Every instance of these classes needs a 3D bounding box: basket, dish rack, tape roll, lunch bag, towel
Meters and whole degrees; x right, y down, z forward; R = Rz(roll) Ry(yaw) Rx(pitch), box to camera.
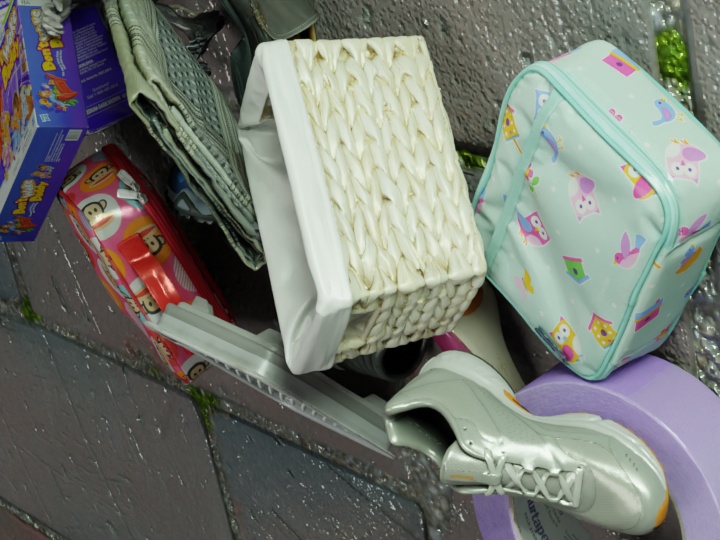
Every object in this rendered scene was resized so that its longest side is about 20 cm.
[{"bbox_3d":[-0.002,-0.048,1.269,0.136,0.122,0.202,115,144,-65],"label":"basket"},{"bbox_3d":[-0.066,0.083,1.517,0.171,0.044,0.200,20,169,45],"label":"dish rack"},{"bbox_3d":[0.174,0.157,1.250,0.199,0.065,0.202,17,118,34],"label":"tape roll"},{"bbox_3d":[-0.184,-0.003,1.604,0.201,0.082,0.176,61,172,-25],"label":"lunch bag"},{"bbox_3d":[0.144,-0.036,1.177,0.161,0.077,0.201,48,145,24],"label":"lunch bag"},{"bbox_3d":[-0.124,-0.119,1.356,0.193,0.034,0.201,56,-170,-41],"label":"towel"}]

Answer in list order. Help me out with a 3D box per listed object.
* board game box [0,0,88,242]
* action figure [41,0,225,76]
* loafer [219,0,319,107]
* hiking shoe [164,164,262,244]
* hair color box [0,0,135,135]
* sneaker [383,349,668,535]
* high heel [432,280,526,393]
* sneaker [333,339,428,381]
[{"bbox_3d":[-0.288,-0.130,1.591,0.200,0.044,0.135,128,134,-54],"label":"board game box"},{"bbox_3d":[-0.197,-0.236,1.491,0.200,0.102,0.119,51,133,15],"label":"action figure"},{"bbox_3d":[-0.058,-0.196,1.364,0.072,0.073,0.201,24,142,33],"label":"loafer"},{"bbox_3d":[-0.096,-0.076,1.518,0.200,0.074,0.087,21,101,55],"label":"hiking shoe"},{"bbox_3d":[-0.283,-0.218,1.664,0.109,0.065,0.201,-6,111,56],"label":"hair color box"},{"bbox_3d":[0.100,0.126,1.191,0.199,0.092,0.076,24,122,29],"label":"sneaker"},{"bbox_3d":[0.078,0.069,1.365,0.200,0.067,0.096,45,136,3],"label":"high heel"},{"bbox_3d":[0.000,0.000,1.425,0.099,0.071,0.201,18,134,46],"label":"sneaker"}]
